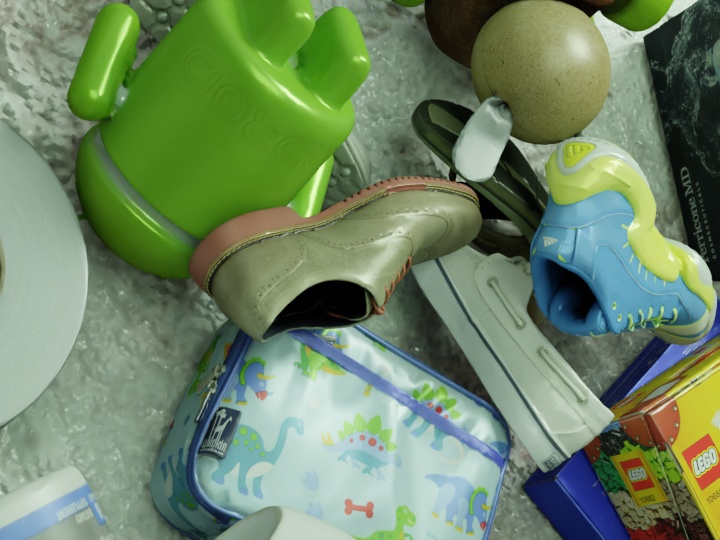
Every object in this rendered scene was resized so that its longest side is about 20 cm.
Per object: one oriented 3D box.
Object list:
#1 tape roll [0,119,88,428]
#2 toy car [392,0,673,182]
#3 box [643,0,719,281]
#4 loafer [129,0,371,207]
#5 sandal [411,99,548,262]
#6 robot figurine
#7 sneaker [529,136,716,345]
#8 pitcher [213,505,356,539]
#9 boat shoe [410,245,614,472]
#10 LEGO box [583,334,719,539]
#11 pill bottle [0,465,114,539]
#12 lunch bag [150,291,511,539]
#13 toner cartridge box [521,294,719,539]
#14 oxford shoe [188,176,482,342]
[{"bbox_3d":[-0.252,0.004,0.863,0.199,0.066,0.202,8,71,-25],"label":"tape roll"},{"bbox_3d":[0.104,-0.130,1.031,0.164,0.157,0.201,19,62,-31],"label":"toy car"},{"bbox_3d":[0.319,-0.111,1.118,0.117,0.200,0.198,-3,75,-29],"label":"box"},{"bbox_3d":[-0.062,-0.125,1.001,0.200,0.070,0.070,50,29,-19],"label":"loafer"},{"bbox_3d":[0.100,-0.032,1.059,0.201,0.057,0.080,45,23,-21],"label":"sandal"},{"bbox_3d":[-0.083,-0.078,0.914,0.175,0.200,0.116,32,23,-30],"label":"robot figurine"},{"bbox_3d":[0.154,0.012,0.990,0.200,0.075,0.105,48,61,-40],"label":"sneaker"},{"bbox_3d":[-0.002,0.222,0.797,0.121,0.171,0.200,-41,101,-14],"label":"pitcher"},{"bbox_3d":[0.090,0.025,1.003,0.070,0.071,0.201,-34,70,5],"label":"boat shoe"},{"bbox_3d":[0.261,0.118,1.037,0.199,0.077,0.150,-28,89,-31],"label":"LEGO box"},{"bbox_3d":[-0.153,0.214,0.820,0.113,0.114,0.201,-26,88,-31],"label":"pill bottle"},{"bbox_3d":[-0.013,0.113,0.946,0.199,0.082,0.161,34,58,-15],"label":"lunch bag"},{"bbox_3d":[0.205,0.115,1.079,0.200,0.043,0.095,-42,97,-31],"label":"toner cartridge box"},{"bbox_3d":[0.000,0.000,0.919,0.199,0.071,0.075,-17,56,-33],"label":"oxford shoe"}]
